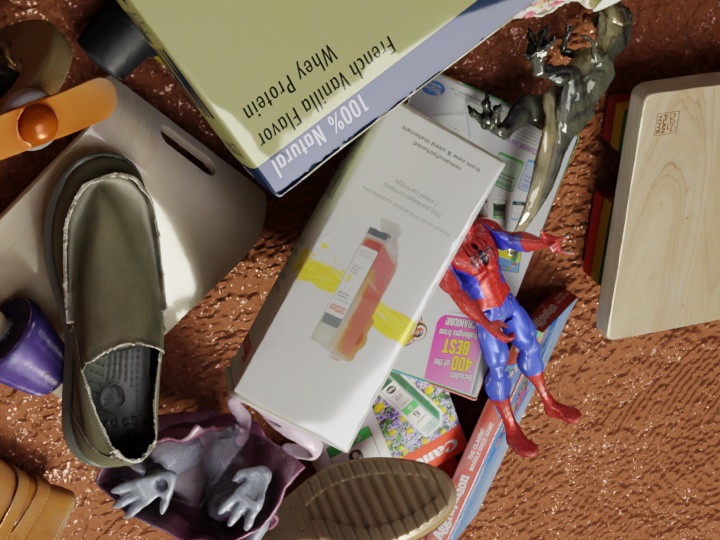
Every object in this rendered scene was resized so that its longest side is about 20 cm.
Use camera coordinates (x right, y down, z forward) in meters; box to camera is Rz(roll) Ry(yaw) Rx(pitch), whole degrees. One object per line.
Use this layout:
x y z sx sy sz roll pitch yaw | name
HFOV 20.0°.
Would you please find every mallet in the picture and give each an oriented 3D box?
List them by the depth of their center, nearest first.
-0.104 -0.107 1.300 0.066 0.041 0.200 -42 134 -2 | mallet

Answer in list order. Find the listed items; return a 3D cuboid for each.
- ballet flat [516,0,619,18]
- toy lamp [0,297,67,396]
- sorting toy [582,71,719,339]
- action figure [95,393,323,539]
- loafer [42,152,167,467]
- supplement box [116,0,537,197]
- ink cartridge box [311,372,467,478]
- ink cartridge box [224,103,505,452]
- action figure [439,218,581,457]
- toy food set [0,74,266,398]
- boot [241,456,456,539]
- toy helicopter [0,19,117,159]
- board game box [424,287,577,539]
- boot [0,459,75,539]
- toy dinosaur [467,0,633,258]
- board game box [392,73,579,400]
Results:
0.142 -0.200 1.335 0.200 0.076 0.064 -11 138 -41 | ballet flat
-0.254 0.010 1.228 0.058 0.058 0.200 -46 124 5 | toy lamp
0.262 -0.066 1.496 0.199 0.070 0.200 -10 123 -23 | sorting toy
-0.102 0.120 1.372 0.134 0.200 0.149 38 99 2 | action figure
-0.144 0.028 1.238 0.075 0.070 0.200 -11 106 -28 | loafer
-0.037 -0.185 1.170 0.200 0.134 0.200 -38 103 -3 | supplement box
0.016 0.121 1.498 0.109 0.050 0.200 -28 128 -10 | ink cartridge box
0.000 0.000 1.262 0.083 0.145 0.200 29 92 -5 | ink cartridge box
0.108 0.037 1.367 0.065 0.099 0.200 -37 118 -21 | action figure
-0.177 -0.014 1.309 0.200 0.060 0.143 -44 124 13 | toy food set
-0.014 0.204 1.488 0.200 0.072 0.166 -18 153 7 | boot
-0.223 -0.065 1.159 0.079 0.132 0.200 54 50 -40 | toy helicopter
0.103 0.114 1.520 0.200 0.019 0.103 -67 168 21 | board game box
-0.253 0.135 1.355 0.155 0.074 0.200 20 121 -34 | boot
0.125 -0.112 1.367 0.088 0.047 0.200 30 84 -41 | toy dinosaur
0.049 -0.027 1.391 0.153 0.040 0.200 21 91 -36 | board game box
